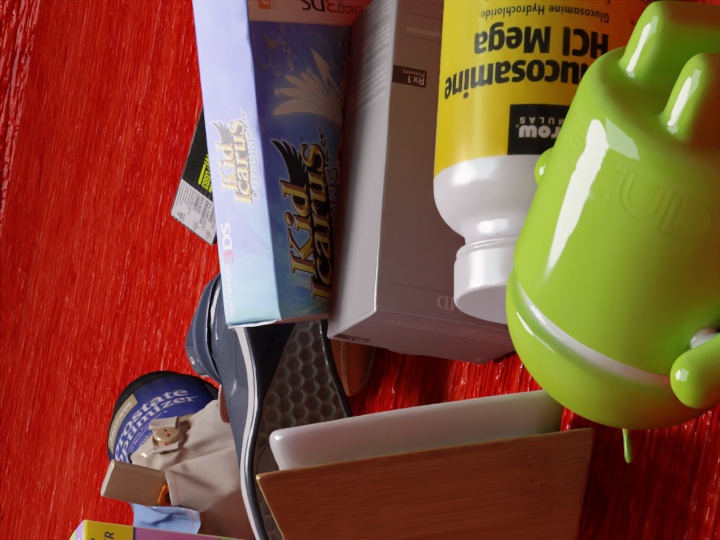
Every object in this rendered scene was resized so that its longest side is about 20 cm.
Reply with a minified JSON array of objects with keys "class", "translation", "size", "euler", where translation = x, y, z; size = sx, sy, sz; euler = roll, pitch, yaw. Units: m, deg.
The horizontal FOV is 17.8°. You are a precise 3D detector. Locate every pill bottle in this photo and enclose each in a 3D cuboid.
[{"class":"pill bottle","translation":[-0.142,0.147,1.833],"size":[0.200,0.111,0.113],"euler":[-140,60,-70]},{"class":"pill bottle","translation":[0.094,-0.078,1.168],"size":[0.112,0.111,0.202],"euler":[144,132,-67]}]

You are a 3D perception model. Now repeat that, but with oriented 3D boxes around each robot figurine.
[{"class":"robot figurine","translation":[0.132,-0.017,1.007],"size":[0.176,0.115,0.201],"euler":[59,139,47]}]

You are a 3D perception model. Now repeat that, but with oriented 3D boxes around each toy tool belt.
[{"class":"toy tool belt","translation":[-0.130,0.199,1.652],"size":[0.125,0.122,0.201],"euler":[42,141,44]}]

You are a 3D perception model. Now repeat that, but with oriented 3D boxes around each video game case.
[{"class":"video game case","translation":[-0.019,-0.073,1.377],"size":[0.045,0.181,0.202],"euler":[-7,89,36]}]

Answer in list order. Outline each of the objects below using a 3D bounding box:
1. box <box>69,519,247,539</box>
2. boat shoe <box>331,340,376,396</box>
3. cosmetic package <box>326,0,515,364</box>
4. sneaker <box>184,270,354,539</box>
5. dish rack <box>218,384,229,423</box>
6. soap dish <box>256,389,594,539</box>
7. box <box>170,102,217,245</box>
[{"class":"box","translation":[-0.098,0.269,1.478],"size":[0.097,0.198,0.177],"euler":[125,150,-56]},{"class":"boat shoe","translation":[0.000,0.000,1.514],"size":[0.072,0.076,0.202],"euler":[-50,-36,-51]},{"class":"cosmetic package","translation":[0.047,-0.055,1.324],"size":[0.090,0.106,0.202],"euler":[143,131,-64]},{"class":"sneaker","translation":[-0.058,0.087,1.452],"size":[0.146,0.076,0.204],"euler":[153,113,-71]},{"class":"dish rack","translation":[-0.042,0.005,1.599],"size":[0.172,0.043,0.202],"euler":[-14,-65,-75]},{"class":"soap dish","translation":[0.032,0.110,1.136],"size":[0.200,0.156,0.082],"euler":[88,173,-84]},{"class":"box","translation":[-0.048,-0.137,1.585],"size":[0.193,0.047,0.200],"euler":[-49,-8,-31]}]
